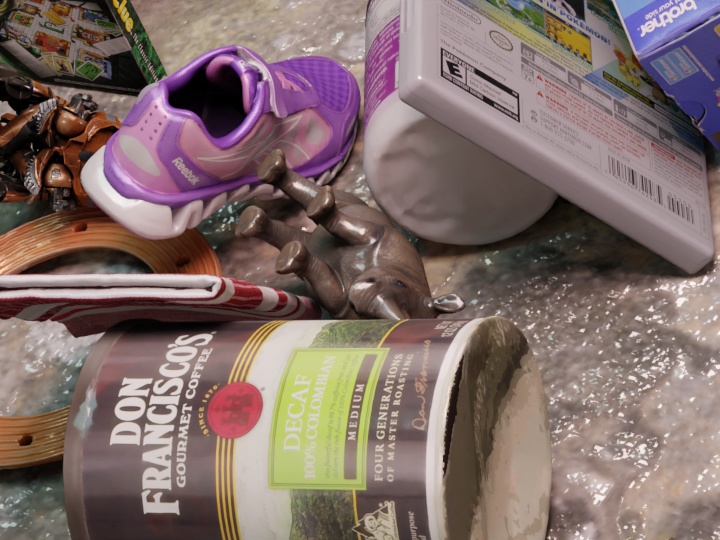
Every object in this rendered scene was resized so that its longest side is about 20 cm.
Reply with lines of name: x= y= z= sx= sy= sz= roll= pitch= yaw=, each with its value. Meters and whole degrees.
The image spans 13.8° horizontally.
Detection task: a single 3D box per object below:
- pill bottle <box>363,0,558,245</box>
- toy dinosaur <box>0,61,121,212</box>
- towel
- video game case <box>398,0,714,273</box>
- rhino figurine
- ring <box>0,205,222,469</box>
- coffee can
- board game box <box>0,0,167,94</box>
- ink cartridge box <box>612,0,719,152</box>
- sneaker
pill bottle: x=0.057 y=-0.118 z=1.660 sx=0.112 sy=0.113 sz=0.201 roll=-12 pitch=42 yaw=13
toy dinosaur: x=-0.196 y=-0.068 z=1.737 sx=0.199 sy=0.135 sz=0.103 roll=-14 pitch=71 yaw=42
towel: x=-0.111 y=0.018 z=1.532 sx=0.143 sy=0.200 sz=0.023 roll=-1 pitch=86 yaw=13
video game case: x=0.103 y=-0.108 z=1.582 sx=0.022 sy=0.199 sz=0.183 roll=-44 pitch=29 yaw=34
rhino figurine: x=0.000 y=0.000 z=1.559 sx=0.060 sy=0.087 sz=0.200 roll=-53 pitch=25 yaw=4
ring: x=-0.169 y=0.038 z=1.673 sx=0.199 sy=0.019 sz=0.201 roll=-14 pitch=42 yaw=13
coffee can: x=-0.024 y=0.096 z=1.447 sx=0.199 sy=0.147 sz=0.147 roll=-1 pitch=46 yaw=23
board game box: x=-0.220 y=-0.160 z=1.840 sx=0.199 sy=0.105 sz=0.024 roll=10 pitch=55 yaw=32
ink cartridge box: x=0.181 y=-0.153 z=1.589 sx=0.076 sy=0.136 sz=0.201 roll=-27 pitch=58 yaw=17
sneaker: x=-0.064 y=-0.087 z=1.656 sx=0.080 sy=0.089 sz=0.200 roll=40 pitch=39 yaw=22
